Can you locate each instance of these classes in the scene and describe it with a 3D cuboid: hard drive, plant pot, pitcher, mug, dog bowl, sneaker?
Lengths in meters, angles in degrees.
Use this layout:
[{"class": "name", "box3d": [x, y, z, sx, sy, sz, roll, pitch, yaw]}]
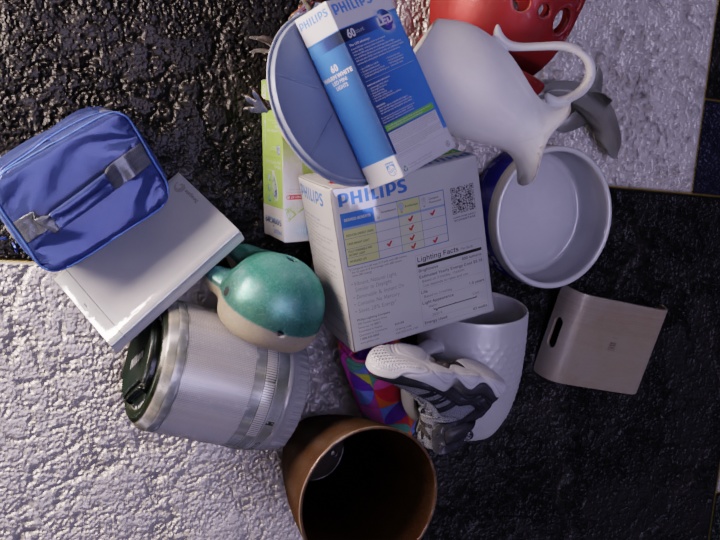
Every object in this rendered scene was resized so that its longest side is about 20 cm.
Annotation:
[{"class": "hard drive", "box3d": [-0.253, -0.014, 1.188, 0.200, 0.132, 0.027, -42, 150, -12]}, {"class": "plant pot", "box3d": [-0.028, 0.264, 1.293, 0.185, 0.200, 0.190, -5, 101, -24]}, {"class": "pitcher", "box3d": [0.160, -0.224, 1.166, 0.199, 0.121, 0.172, 34, 100, -8]}, {"class": "mug", "box3d": [0.128, 0.135, 1.328, 0.199, 0.147, 0.178, -12, 113, -43]}, {"class": "dog bowl", "box3d": [0.259, -0.081, 1.431, 0.198, 0.079, 0.203, -5, 101, -24]}, {"class": "plant pot", "box3d": [0.177, -0.334, 1.289, 0.199, 0.200, 0.184, 19, 99, -26]}, {"class": "sneaker", "box3d": [0.081, 0.160, 1.207, 0.198, 0.075, 0.115, 14, 106, -31]}]

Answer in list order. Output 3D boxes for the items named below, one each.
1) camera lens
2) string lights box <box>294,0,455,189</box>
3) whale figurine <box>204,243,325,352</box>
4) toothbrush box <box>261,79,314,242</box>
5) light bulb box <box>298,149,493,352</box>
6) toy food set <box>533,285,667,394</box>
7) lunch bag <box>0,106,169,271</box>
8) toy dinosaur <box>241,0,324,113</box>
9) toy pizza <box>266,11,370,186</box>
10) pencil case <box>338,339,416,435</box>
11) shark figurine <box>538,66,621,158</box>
[{"class": "camera lens", "box3d": [-0.181, 0.130, 1.222, 0.198, 0.160, 0.162, 16, 92, -26]}, {"class": "string lights box", "box3d": [0.019, -0.205, 1.097, 0.102, 0.059, 0.202, -31, 100, -42]}, {"class": "whale figurine", "box3d": [-0.110, 0.012, 1.210, 0.157, 0.201, 0.105, 17, 113, -23]}, {"class": "toothbrush box", "box3d": [-0.047, -0.145, 1.277, 0.144, 0.086, 0.203, -4, 102, -23]}, {"class": "light bulb box", "box3d": [0.044, -0.034, 1.223, 0.196, 0.125, 0.203, -15, 108, -19]}, {"class": "toy food set", "box3d": [0.372, 0.106, 1.534, 0.198, 0.060, 0.145, 11, 106, -24]}, {"class": "lunch bag", "box3d": [-0.328, -0.093, 1.132, 0.199, 0.132, 0.137, -36, 112, -15]}, {"class": "toy dinosaur", "box3d": [-0.067, -0.245, 1.192, 0.182, 0.104, 0.201, -51, 121, -41]}, {"class": "toy pizza", "box3d": [-0.029, -0.190, 1.113, 0.199, 0.032, 0.203, 13, 71, -40]}, {"class": "pencil case", "box3d": [0.024, 0.154, 1.328, 0.088, 0.088, 0.202, -29, 133, -17]}, {"class": "shark figurine", "box3d": [0.310, -0.241, 1.423, 0.212, 0.089, 0.130, 7, 95, -27]}]
